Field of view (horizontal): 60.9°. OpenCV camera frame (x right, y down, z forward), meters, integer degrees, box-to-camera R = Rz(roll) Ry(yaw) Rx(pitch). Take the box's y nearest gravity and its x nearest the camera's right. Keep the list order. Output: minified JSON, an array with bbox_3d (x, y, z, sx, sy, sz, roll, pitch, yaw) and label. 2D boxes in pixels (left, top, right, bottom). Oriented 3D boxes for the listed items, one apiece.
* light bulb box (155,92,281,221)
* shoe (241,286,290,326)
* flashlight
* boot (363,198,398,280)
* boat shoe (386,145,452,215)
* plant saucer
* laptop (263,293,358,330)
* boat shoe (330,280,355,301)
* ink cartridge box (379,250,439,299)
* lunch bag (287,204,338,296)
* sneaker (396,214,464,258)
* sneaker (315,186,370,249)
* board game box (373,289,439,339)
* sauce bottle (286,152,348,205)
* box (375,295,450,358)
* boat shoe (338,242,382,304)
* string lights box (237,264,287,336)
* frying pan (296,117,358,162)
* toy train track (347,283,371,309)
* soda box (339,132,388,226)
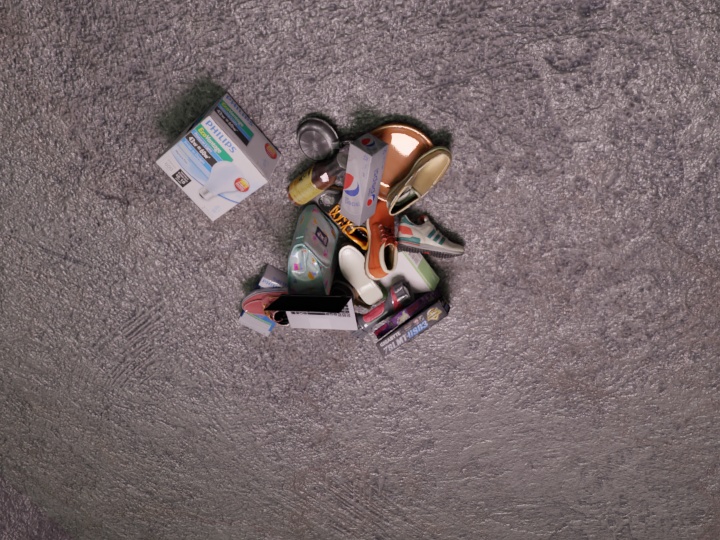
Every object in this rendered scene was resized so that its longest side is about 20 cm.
[{"bbox_3d":[-0.329,-0.262,1.438,0.198,0.126,0.199,-29,118,29],"label":"light bulb box"},{"bbox_3d":[-0.239,0.100,1.648,0.195,0.092,0.073,-10,126,15],"label":"shoe"},{"bbox_3d":[0.048,0.100,1.601,0.198,0.069,0.068,-32,140,21],"label":"flashlight"},{"bbox_3d":[0.060,-0.083,1.468,0.073,0.206,0.107,6,171,-20],"label":"boot"},{"bbox_3d":[0.134,-0.195,1.392,0.071,0.077,0.200,33,126,-16],"label":"boat shoe"},{"bbox_3d":[0.086,-0.252,1.429,0.195,0.038,0.204,4,128,5],"label":"plant saucer"},{"bbox_3d":[-0.114,0.120,1.494,0.182,0.118,0.203,1,136,12],"label":"laptop"},{"bbox_3d":[-0.061,0.100,1.675,0.071,0.064,0.202,21,148,6],"label":"boat shoe"},{"bbox_3d":[0.092,0.003,1.623,0.198,0.048,0.146,-11,128,47],"label":"ink cartridge box"},{"bbox_3d":[-0.122,-0.040,1.543,0.119,0.172,0.203,4,132,8],"label":"lunch bag"},{"bbox_3d":[0.177,-0.087,1.518,0.195,0.096,0.070,8,171,-25],"label":"sneaker"},{"bbox_3d":[-0.032,-0.131,1.519,0.198,0.078,0.078,36,127,-16],"label":"sneaker"},{"bbox_3d":[0.124,0.112,1.611,0.119,0.199,0.033,-35,85,32],"label":"board game box"},{"bbox_3d":[-0.098,-0.218,1.440,0.066,0.067,0.198,41,138,-21],"label":"sauce bottle"},{"bbox_3d":[0.142,0.144,1.596,0.198,0.198,0.050,-36,86,10],"label":"box"},{"bbox_3d":[-0.003,0.001,1.591,0.071,0.061,0.203,-24,127,11],"label":"boat shoe"},{"bbox_3d":[-0.264,0.089,1.740,0.101,0.060,0.201,28,127,-12],"label":"string lights box"},{"bbox_3d":[-0.068,-0.281,1.417,0.187,0.031,0.116,25,136,8],"label":"frying pan"},{"bbox_3d":[-0.056,0.049,1.691,0.196,0.033,0.115,25,148,-2],"label":"toy train track"},{"bbox_3d":[0.006,-0.204,1.392,0.063,0.068,0.203,33,139,20],"label":"soda box"}]
